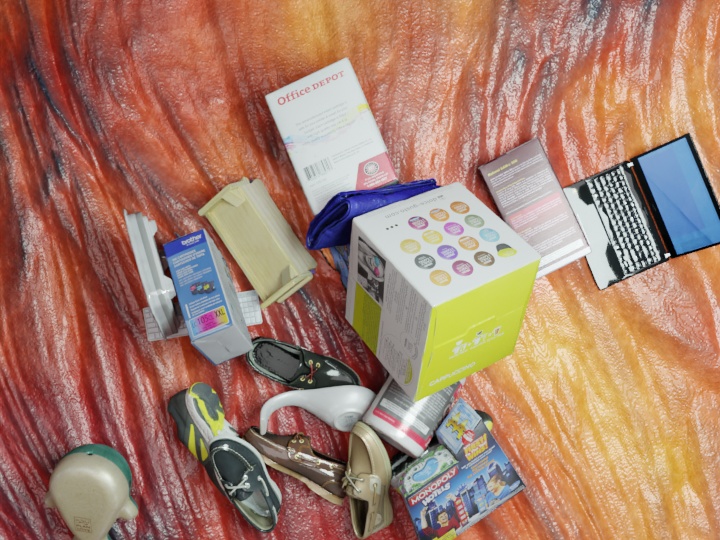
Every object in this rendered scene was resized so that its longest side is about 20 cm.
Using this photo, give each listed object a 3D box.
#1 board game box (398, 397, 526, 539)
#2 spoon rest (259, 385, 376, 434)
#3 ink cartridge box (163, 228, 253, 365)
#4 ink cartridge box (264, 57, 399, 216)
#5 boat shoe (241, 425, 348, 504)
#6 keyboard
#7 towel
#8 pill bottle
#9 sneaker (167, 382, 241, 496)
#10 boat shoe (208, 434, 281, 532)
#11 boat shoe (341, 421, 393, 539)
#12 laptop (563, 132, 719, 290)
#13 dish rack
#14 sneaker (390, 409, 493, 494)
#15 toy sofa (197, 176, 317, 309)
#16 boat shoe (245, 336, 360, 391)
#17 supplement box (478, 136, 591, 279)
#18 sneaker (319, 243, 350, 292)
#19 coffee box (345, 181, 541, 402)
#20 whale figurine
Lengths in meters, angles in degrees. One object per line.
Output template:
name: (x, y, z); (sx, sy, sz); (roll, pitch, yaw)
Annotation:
board game box: (0.146, 0.305, 1.266); (0.198, 0.062, 0.202); (-29, 125, -15)
spoon rest: (-0.066, 0.223, 1.337); (0.196, 0.061, 0.101); (-2, 131, -10)
ink cartridge box: (-0.242, 0.029, 1.302); (0.075, 0.137, 0.203); (-19, 67, -1)
ink cartridge box: (-0.041, -0.203, 1.307); (0.143, 0.145, 0.203); (-22, 90, 4)
boat shoe: (-0.097, 0.301, 1.350); (0.198, 0.070, 0.071); (30, 97, -6)
keyboard: (-0.264, 0.076, 1.385); (0.196, 0.011, 0.057); (-9, 90, 3)
towel: (0.023, -0.089, 1.265); (0.197, 0.147, 0.050); (-10, 74, -35)
pill bottle: (0.098, 0.183, 1.310); (0.110, 0.111, 0.202); (33, 77, 2)
sneaker: (-0.251, 0.280, 1.365); (0.084, 0.074, 0.203); (-14, 100, 34)
boat shoe: (-0.179, 0.337, 1.304); (0.075, 0.061, 0.201); (-21, 126, 16)
boat shoe: (0.007, 0.335, 1.304); (0.064, 0.071, 0.204); (-25, 117, -34)
laptop: (0.445, -0.088, 1.307); (0.197, 0.103, 0.180); (-23, 89, 2)
dish rack: (-0.317, 0.007, 1.287); (0.043, 0.201, 0.174); (-17, 72, -12)
sneaker: (0.137, 0.303, 1.343); (0.198, 0.078, 0.091); (-35, 103, 3)
toy sofa: (-0.165, -0.047, 1.354); (0.082, 0.097, 0.202); (-35, 89, 27)
boat shoe: (-0.095, 0.165, 1.354); (0.198, 0.063, 0.075); (21, 88, 1)
supplement box: (0.279, -0.098, 1.332); (0.107, 0.061, 0.203); (-25, 89, 9)
sneaker: (0.000, 0.000, 1.344); (0.078, 0.075, 0.202); (-33, 90, -1)
coffee box: (0.112, 0.028, 1.206); (0.197, 0.202, 0.198); (-21, 49, -27)
whale figurine: (-0.437, 0.376, 1.363); (0.156, 0.104, 0.204); (6, 115, 3)
